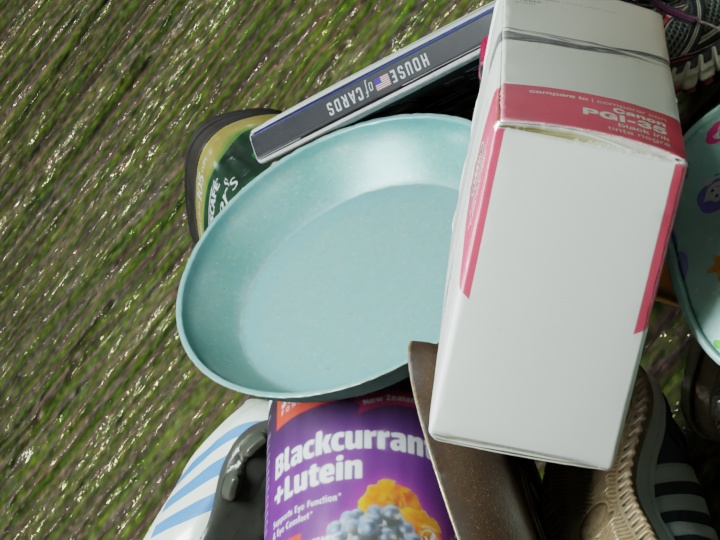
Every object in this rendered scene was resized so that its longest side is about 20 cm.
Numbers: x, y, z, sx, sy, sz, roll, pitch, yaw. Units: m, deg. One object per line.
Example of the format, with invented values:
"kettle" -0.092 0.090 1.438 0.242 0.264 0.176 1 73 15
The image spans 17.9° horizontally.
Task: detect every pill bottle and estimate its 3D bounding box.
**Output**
"pill bottle" 0.005 0.107 1.203 0.111 0.111 0.201 -33 42 35

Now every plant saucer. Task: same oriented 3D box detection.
"plant saucer" 0.000 0.000 1.195 0.198 0.036 0.201 -17 41 15
"plant saucer" 0.071 0.122 1.052 0.032 0.201 0.201 -21 42 6

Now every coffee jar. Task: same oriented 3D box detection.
"coffee jar" -0.038 -0.025 1.368 0.200 0.085 0.105 -140 43 -57

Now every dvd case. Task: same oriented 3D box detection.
"dvd case" 0.054 -0.111 1.288 0.199 0.150 0.025 -23 84 43

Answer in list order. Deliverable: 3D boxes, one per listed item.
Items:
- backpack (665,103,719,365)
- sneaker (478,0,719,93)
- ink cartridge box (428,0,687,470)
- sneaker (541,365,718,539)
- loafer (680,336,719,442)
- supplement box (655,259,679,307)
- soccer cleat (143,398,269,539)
"backpack" 0.223 -0.023 0.943 0.199 0.150 0.179 -26 51 22
"sneaker" 0.139 -0.122 1.177 0.080 0.075 0.200 6 34 45
"ink cartridge box" 0.085 -0.027 1.007 0.200 0.082 0.148 -78 -1 -66
"sneaker" 0.144 0.130 1.027 0.070 0.108 0.201 -45 21 24
"loafer" 0.220 -0.003 1.047 0.063 0.072 0.201 30 87 50
"supplement box" 0.135 -0.024 1.171 0.200 0.068 0.067 19 86 58
"soccer cleat" -0.093 0.164 1.343 0.201 0.070 0.086 -55 18 4
